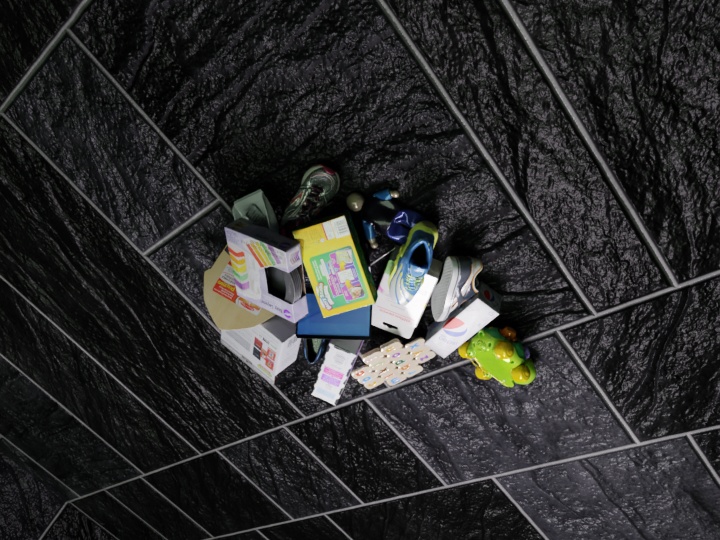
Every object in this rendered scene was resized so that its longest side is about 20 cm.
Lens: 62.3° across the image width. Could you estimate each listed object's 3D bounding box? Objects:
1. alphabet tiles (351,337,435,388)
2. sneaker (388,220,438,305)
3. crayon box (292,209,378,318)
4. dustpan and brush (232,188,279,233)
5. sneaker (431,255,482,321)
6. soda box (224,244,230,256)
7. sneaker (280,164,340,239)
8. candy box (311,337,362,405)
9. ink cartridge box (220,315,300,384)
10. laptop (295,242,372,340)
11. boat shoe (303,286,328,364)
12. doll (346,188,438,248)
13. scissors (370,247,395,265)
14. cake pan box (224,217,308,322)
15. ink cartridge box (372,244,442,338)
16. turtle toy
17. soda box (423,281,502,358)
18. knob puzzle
[{"bbox_3d":[0.081,0.226,1.457,0.195,0.015,0.200,-29,144,8],"label":"alphabet tiles"},{"bbox_3d":[0.100,-0.001,1.216,0.075,0.105,0.201,17,116,3],"label":"sneaker"},{"bbox_3d":[-0.051,-0.012,1.249,0.118,0.058,0.201,-16,103,13],"label":"crayon box"},{"bbox_3d":[-0.216,-0.068,1.323,0.139,0.057,0.200,-12,115,50],"label":"dustpan and brush"},{"bbox_3d":[0.212,0.044,1.304,0.079,0.079,0.200,-4,144,-13],"label":"sneaker"},{"bbox_3d":[-0.223,-0.004,1.401,0.200,0.063,0.071,49,127,1],"label":"soda box"},{"bbox_3d":[-0.108,-0.141,1.277,0.080,0.075,0.200,27,128,-14],"label":"sneaker"},{"bbox_3d":[-0.042,0.200,1.455,0.071,0.168,0.200,23,130,3],"label":"candy box"},{"bbox_3d":[-0.256,0.163,1.518,0.200,0.084,0.176,35,133,19],"label":"ink cartridge box"},{"bbox_3d":[-0.066,0.046,1.305,0.176,0.103,0.201,0,131,10],"label":"laptop"},{"bbox_3d":[-0.097,0.124,1.396,0.084,0.069,0.201,-1,104,8],"label":"boat shoe"},{"bbox_3d":[0.059,-0.105,1.262,0.199,0.048,0.137,28,112,0],"label":"doll"},{"bbox_3d":[0.000,0.000,1.342,0.200,0.073,0.014,-38,68,47],"label":"scissors"},{"bbox_3d":[-0.200,0.001,1.286,0.200,0.052,0.185,23,132,32],"label":"cake pan box"},{"bbox_3d":[0.097,0.052,1.360,0.117,0.067,0.200,21,129,2],"label":"ink cartridge box"},{"bbox_3d":[0.330,0.198,1.366,0.146,0.101,0.200,-8,129,52],"label":"turtle toy"},{"bbox_3d":[0.232,0.115,1.360,0.063,0.068,0.200,36,130,-9],"label":"soda box"},{"bbox_3d":[-0.288,0.055,1.438,0.219,0.220,0.030,30,164,-5],"label":"knob puzzle"}]
